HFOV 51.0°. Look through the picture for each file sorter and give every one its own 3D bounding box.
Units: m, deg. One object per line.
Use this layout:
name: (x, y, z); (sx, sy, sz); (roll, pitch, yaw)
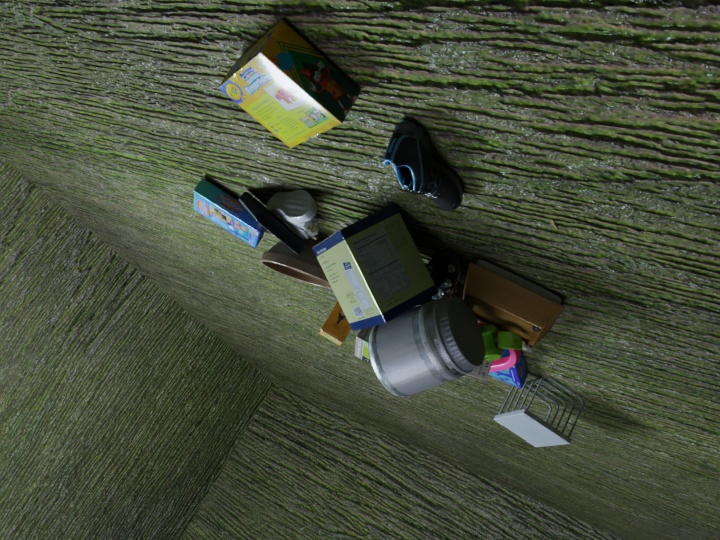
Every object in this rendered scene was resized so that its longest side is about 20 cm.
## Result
file sorter: (0.462, 0.361, 1.947); (0.138, 0.125, 0.200); (32, 161, -2)

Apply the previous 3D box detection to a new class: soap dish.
soap dish: (0.296, 0.071, 1.527); (0.199, 0.082, 0.158); (26, 161, 12)

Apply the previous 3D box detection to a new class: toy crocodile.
toy crocodile: (0.242, 0.167, 1.559); (0.199, 0.068, 0.062); (-29, 145, 36)

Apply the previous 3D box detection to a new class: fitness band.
fitness band: (0.293, 0.181, 1.804); (0.144, 0.037, 0.200); (51, 146, -12)

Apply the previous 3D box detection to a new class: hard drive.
hard drive: (-0.212, -0.116, 1.803); (0.139, 0.033, 0.200); (40, -179, -27)

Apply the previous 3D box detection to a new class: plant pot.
plant pot: (-0.144, -0.030, 1.900); (0.199, 0.093, 0.201); (19, 172, 3)

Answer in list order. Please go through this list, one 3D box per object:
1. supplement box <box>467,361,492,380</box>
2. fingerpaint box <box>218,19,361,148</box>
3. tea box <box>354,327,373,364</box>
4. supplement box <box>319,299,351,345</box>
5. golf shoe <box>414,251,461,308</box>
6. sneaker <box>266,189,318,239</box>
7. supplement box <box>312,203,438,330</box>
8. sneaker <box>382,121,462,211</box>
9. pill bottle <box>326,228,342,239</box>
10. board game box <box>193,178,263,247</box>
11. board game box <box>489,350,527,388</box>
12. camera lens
supplement box: (0.185, 0.173, 1.690); (0.199, 0.074, 0.126); (16, -174, -9)
fingerpaint box: (-0.120, -0.298, 1.236); (0.167, 0.074, 0.200); (37, 160, -21)
tea box: (0.097, 0.192, 1.996); (0.196, 0.134, 0.200); (27, 162, 7)
supplement box: (-0.026, 0.084, 1.871); (0.066, 0.201, 0.069); (31, 161, -1)
golf shoe: (0.169, 0.032, 1.603); (0.077, 0.088, 0.201); (38, 131, 20)
sneaker: (-0.125, -0.123, 1.712); (0.115, 0.074, 0.200); (40, 170, -29)
supplement box: (0.025, -0.002, 1.551); (0.201, 0.134, 0.200); (64, 158, -1)
sneaker: (0.099, -0.154, 1.252); (0.073, 0.082, 0.200); (8, 152, 45)
pill bottle: (0.000, 0.000, 1.751); (0.113, 0.114, 0.200); (13, 154, 43)
board game box: (-0.345, -0.148, 1.993); (0.199, 0.045, 0.152); (32, 162, -4)
board game box: (0.321, 0.218, 1.925); (0.199, 0.045, 0.152); (21, 159, 29)
camera lens: (0.127, 0.153, 1.508); (0.199, 0.161, 0.160); (-24, 130, 29)
